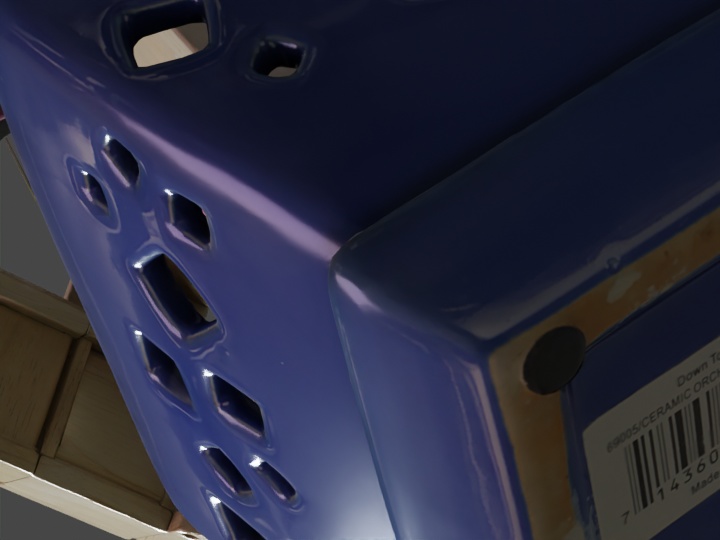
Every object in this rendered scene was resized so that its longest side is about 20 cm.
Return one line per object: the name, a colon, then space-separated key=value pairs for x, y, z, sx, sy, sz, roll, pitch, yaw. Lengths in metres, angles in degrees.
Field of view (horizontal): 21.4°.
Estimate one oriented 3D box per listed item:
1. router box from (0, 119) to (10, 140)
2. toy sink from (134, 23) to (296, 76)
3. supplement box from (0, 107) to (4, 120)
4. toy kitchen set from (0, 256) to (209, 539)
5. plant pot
router box: x=-0.194 y=-0.169 z=1.027 sx=0.052 sy=0.200 sz=0.158 roll=18 pitch=139 yaw=39
toy sink: x=-0.012 y=-0.085 z=0.684 sx=0.200 sy=0.130 sz=0.112 roll=46 pitch=159 yaw=45
supplement box: x=-0.151 y=-0.157 z=0.900 sx=0.131 sy=0.199 sz=0.104 roll=39 pitch=154 yaw=55
toy kitchen set: x=-0.061 y=0.027 z=0.841 sx=0.199 sy=0.164 sz=0.180 roll=27 pitch=156 yaw=-24
plant pot: x=0.045 y=-0.005 z=0.503 sx=0.180 sy=0.199 sz=0.201 roll=39 pitch=153 yaw=45
